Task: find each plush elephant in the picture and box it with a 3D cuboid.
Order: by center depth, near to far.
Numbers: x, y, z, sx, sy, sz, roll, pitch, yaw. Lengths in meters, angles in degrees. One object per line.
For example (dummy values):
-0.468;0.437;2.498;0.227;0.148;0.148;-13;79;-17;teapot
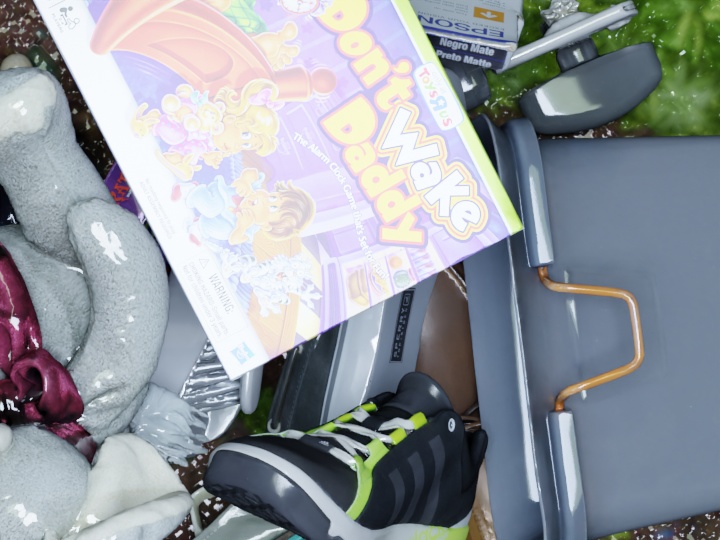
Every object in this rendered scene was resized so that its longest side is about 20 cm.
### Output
-0.143;0.055;1.007;0.165;0.155;0.200;-25;120;28;plush elephant

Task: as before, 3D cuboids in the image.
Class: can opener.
0.048;-0.080;1.232;0.200;0.053;0.067;-20;89;-1;can opener

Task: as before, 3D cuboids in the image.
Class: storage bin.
0.124;0.025;1.126;0.134;0.146;0.200;-7;87;-7;storage bin

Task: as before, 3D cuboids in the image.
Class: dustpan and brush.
-0.050;-0.005;1.181;0.057;0.140;0.200;9;91;10;dustpan and brush

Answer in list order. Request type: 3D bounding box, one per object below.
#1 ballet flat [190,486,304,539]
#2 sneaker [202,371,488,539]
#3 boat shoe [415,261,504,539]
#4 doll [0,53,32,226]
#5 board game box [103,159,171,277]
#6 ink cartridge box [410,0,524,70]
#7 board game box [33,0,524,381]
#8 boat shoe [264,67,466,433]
-0.078;0.145;1.230;0.200;0.067;0.064;-36;63;-2;ballet flat
0.000;0.077;1.100;0.072;0.200;0.083;23;90;25;sneaker
0.056;0.080;1.222;0.072;0.068;0.200;-19;89;-1;boat shoe
-0.189;-0.058;1.200;0.200;0.048;0.137;38;52;-26;doll
-0.076;-0.053;1.155;0.032;0.200;0.120;25;88;3;board game box
-0.023;-0.143;1.165;0.199;0.200;0.041;12;119;0;ink cartridge box
-0.040;-0.075;1.034;0.134;0.045;0.200;-28;93;-4;board game box
0.000;0.000;1.187;0.057;0.069;0.200;12;87;27;boat shoe
